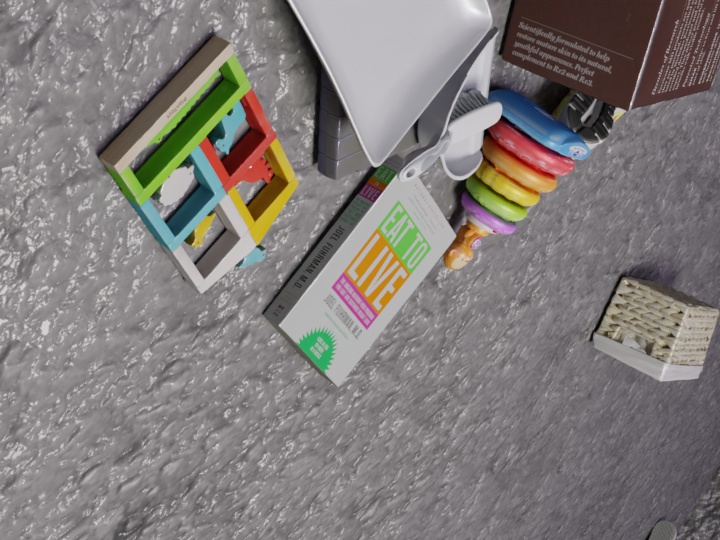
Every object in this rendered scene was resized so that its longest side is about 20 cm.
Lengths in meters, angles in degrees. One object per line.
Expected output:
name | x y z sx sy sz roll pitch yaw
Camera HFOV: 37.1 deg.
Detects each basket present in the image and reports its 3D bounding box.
basket | 0.478 0.092 1.718 0.199 0.135 0.125 5 108 -56

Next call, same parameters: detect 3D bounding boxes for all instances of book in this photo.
book | 0.000 0.000 1.062 0.201 0.048 0.134 -53 143 -10

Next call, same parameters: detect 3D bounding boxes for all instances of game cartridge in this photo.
game cartridge | 0.036 -0.172 0.986 0.199 0.038 0.131 -30 140 -40

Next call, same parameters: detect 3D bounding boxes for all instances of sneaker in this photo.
sneaker | 0.686 0.689 2.521 0.200 0.078 0.080 -45 139 -27
sneaker | 0.266 -0.188 1.273 0.200 0.078 0.090 -42 177 -43

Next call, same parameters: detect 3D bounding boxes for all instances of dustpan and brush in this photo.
dustpan and brush | 0.082 -0.130 0.996 0.199 0.057 0.141 -31 137 -39

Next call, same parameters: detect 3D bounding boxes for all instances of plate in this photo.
plate | 0.020 -0.225 0.883 0.200 0.032 0.201 -51 134 -25

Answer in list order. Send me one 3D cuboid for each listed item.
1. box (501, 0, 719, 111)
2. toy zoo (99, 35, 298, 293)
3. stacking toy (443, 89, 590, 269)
box | 0.281 -0.282 1.119 0.199 0.165 0.167 -20 131 -46
toy zoo | -0.116 -0.070 0.859 0.132 0.020 0.201 -50 147 -17
stacking toy | 0.149 -0.083 1.167 0.115 0.110 0.202 3 123 -58
